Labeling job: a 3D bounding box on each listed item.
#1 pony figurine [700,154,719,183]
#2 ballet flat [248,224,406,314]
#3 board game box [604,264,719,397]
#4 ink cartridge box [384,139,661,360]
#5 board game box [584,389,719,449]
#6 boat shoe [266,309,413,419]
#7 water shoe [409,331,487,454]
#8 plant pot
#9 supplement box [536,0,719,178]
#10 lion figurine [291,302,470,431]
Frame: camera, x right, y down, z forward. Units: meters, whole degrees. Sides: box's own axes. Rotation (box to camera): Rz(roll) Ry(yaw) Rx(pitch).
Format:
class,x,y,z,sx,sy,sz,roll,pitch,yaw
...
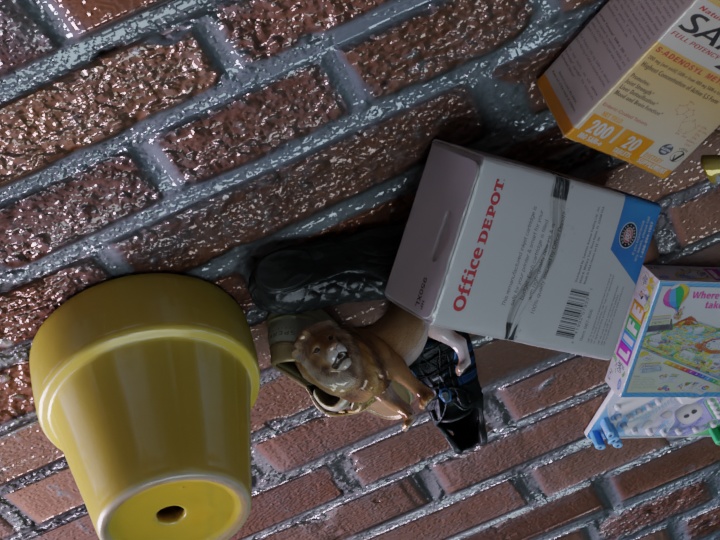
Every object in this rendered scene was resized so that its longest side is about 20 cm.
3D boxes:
class,x,y,z,sx,sy,sz,roll,pitch,yaw
pony figurine,0.423,-0.092,1.285,0.200,0.167,0.193,-20,135,25
ballet flat,0.000,0.000,1.281,0.200,0.067,0.057,-5,159,-9
board game box,0.356,0.063,1.473,0.200,0.034,0.135,2,118,-23
ink cartridge box,0.138,-0.017,1.245,0.200,0.084,0.145,13,99,-32
board game box,0.369,0.125,1.586,0.200,0.026,0.200,2,135,-23
boat shoe,-0.022,0.100,1.359,0.074,0.066,0.200,-17,142,35
water shoe,0.086,0.103,1.407,0.071,0.079,0.200,-24,140,5
plant pot,-0.176,0.137,1.259,0.200,0.189,0.201,-10,140,-9
supplement box,0.256,-0.177,1.160,0.126,0.074,0.200,17,128,-36
lion figurine,0.036,0.059,1.300,0.200,0.122,0.072,-40,168,-40
